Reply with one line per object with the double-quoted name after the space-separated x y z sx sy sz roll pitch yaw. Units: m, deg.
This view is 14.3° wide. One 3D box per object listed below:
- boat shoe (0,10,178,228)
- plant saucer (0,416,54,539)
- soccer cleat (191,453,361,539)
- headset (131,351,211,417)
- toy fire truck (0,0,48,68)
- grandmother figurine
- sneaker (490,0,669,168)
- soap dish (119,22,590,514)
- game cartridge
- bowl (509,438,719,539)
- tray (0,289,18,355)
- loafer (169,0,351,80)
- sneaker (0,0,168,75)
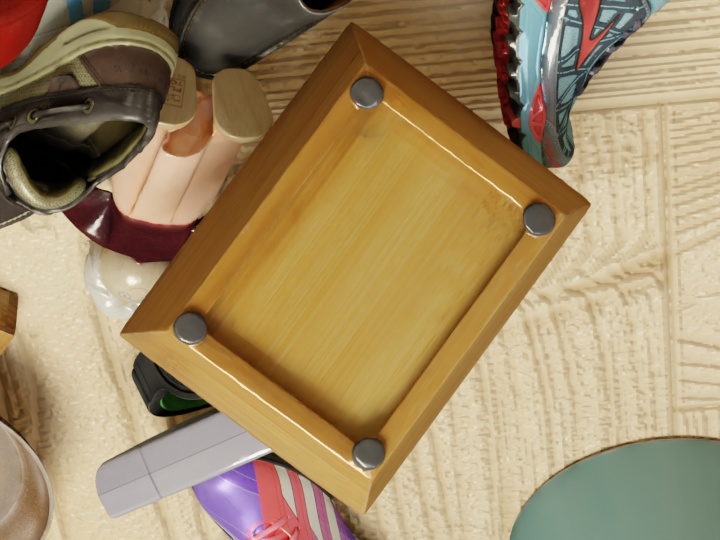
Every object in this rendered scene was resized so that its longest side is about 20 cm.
-0.162 -0.062 1.446 0.073 0.065 0.200 22 144 -26 "boat shoe"
-0.279 0.125 1.690 0.199 0.032 0.201 0 135 0 "plant saucer"
-0.034 0.182 1.776 0.068 0.073 0.200 -25 131 22 "soccer cleat"
-0.052 0.038 1.585 0.123 0.094 0.200 -20 162 -26 "headset"
-0.226 -0.125 1.322 0.175 0.201 0.129 6 160 -14 "toy fire truck"
-0.111 -0.037 1.541 0.121 0.061 0.200 17 145 -5 "grandmother figurine"
0.117 -0.128 1.467 0.095 0.080 0.201 -3 135 -2 "sneaker"
0.000 0.000 1.448 0.157 0.081 0.200 37 89 -6 "soap dish"
-0.050 0.083 1.641 0.199 0.133 0.041 -24 93 18 "game cartridge"
0.195 0.209 1.789 0.200 0.105 0.201 -2 135 -2 "bowl"
-0.288 0.072 1.684 0.098 0.037 0.200 21 131 -21 "tray"
-0.031 -0.156 1.438 0.073 0.073 0.200 24 130 -26 "loafer"
-0.128 -0.153 1.444 0.080 0.077 0.200 17 140 -27 "sneaker"
